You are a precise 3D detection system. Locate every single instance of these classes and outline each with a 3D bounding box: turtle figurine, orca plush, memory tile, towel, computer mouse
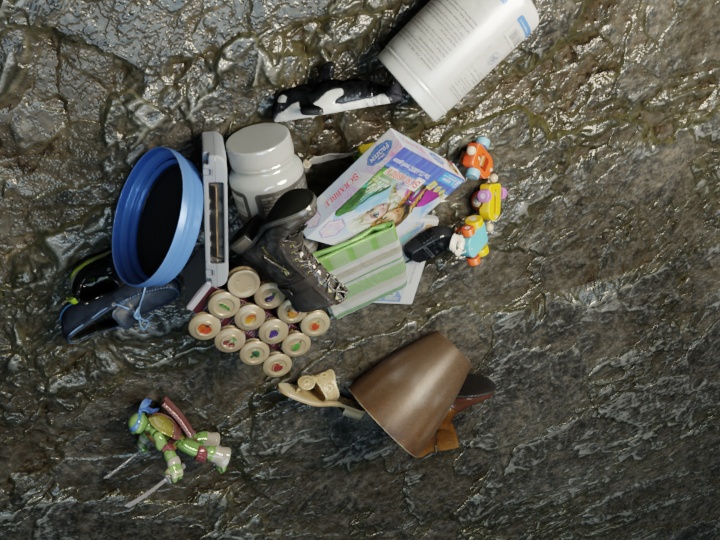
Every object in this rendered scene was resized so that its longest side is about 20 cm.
[{"bbox_3d":[-0.354,0.346,1.305,0.193,0.201,0.144,21,150,-33],"label":"turtle figurine"},{"bbox_3d":[-0.038,-0.260,1.002,0.199,0.105,0.071,0,107,33],"label":"orca plush"},{"bbox_3d":[-0.158,0.086,1.126,0.200,0.017,0.153,34,107,-33],"label":"memory tile"},{"bbox_3d":[0.000,0.000,1.154,0.149,0.031,0.200,-25,150,-4],"label":"towel"},{"bbox_3d":[0.072,-0.022,1.228,0.200,0.034,0.059,-30,152,9],"label":"computer mouse"}]

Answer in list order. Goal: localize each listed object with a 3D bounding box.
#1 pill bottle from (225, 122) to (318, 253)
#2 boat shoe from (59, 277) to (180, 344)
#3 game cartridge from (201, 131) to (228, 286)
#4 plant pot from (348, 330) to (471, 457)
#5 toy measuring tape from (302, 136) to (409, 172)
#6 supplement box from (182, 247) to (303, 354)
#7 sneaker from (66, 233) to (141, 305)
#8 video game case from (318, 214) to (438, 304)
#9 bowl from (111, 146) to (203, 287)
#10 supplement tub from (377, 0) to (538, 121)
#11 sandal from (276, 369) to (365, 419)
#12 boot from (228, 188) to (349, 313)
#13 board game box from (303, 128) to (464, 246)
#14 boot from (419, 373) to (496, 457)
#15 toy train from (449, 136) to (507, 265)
[{"bbox_3d":[-0.134,-0.112,1.071,0.113,0.114,0.201,-15,127,-7],"label":"pill bottle"},{"bbox_3d":[-0.381,0.071,1.141,0.199,0.069,0.084,-23,142,5],"label":"boat shoe"},{"bbox_3d":[-0.215,-0.095,1.042,0.041,0.133,0.201,0,118,-9],"label":"game cartridge"},{"bbox_3d":[0.111,0.218,1.355,0.200,0.187,0.187,-45,126,-3],"label":"plant pot"},{"bbox_3d":[0.010,-0.158,1.102,0.199,0.074,0.074,-15,127,-17],"label":"toy measuring tape"},{"bbox_3d":[-0.191,0.052,1.170,0.200,0.109,0.061,30,110,-31],"label":"supplement box"},{"bbox_3d":[-0.360,-0.002,1.094,0.200,0.083,0.072,-29,128,4],"label":"sneaker"},{"bbox_3d":[0.021,-0.021,1.240,0.199,0.022,0.183,3,122,-19],"label":"video game case"},{"bbox_3d":[-0.288,-0.073,1.000,0.039,0.201,0.201,14,120,-43],"label":"bowl"},{"bbox_3d":[0.137,-0.326,0.997,0.200,0.132,0.132,-41,126,13],"label":"supplement tub"},{"bbox_3d":[-0.064,0.225,1.366,0.211,0.078,0.070,27,93,-37],"label":"sandal"},{"bbox_3d":[-0.078,-0.019,1.013,0.174,0.069,0.200,44,140,-20],"label":"boot"},{"bbox_3d":[0.035,-0.108,1.077,0.199,0.041,0.200,-41,153,22],"label":"board game box"},{"bbox_3d":[0.198,0.319,1.504,0.188,0.069,0.201,-16,128,-7],"label":"boot"},{"bbox_3d":[0.181,-0.112,1.181,0.150,0.055,0.201,27,77,-51],"label":"toy train"}]
